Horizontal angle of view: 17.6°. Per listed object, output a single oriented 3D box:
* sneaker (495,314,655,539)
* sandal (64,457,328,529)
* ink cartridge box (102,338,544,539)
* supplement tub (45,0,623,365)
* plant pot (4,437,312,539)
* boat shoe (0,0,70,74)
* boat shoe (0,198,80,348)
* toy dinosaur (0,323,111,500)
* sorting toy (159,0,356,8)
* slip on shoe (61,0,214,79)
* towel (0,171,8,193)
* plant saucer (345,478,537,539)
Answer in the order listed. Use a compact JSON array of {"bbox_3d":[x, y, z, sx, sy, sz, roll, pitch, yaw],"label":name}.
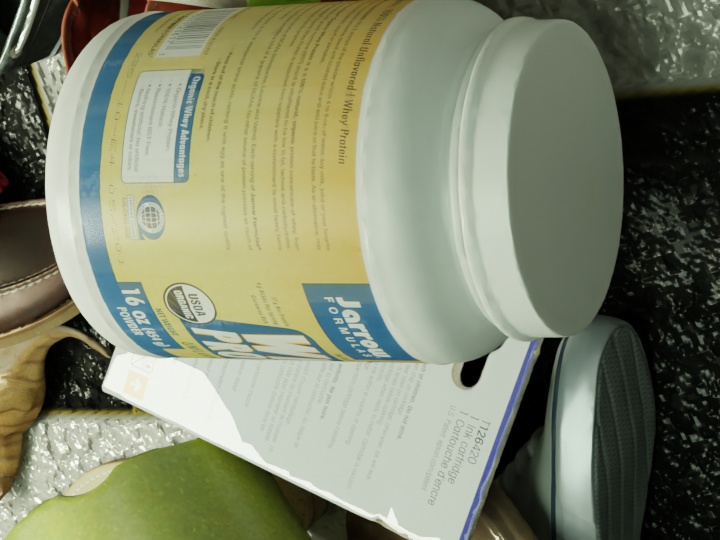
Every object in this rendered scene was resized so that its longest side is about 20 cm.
[{"bbox_3d":[0.087,0.108,1.046,0.071,0.073,0.200,14,120,26],"label":"sneaker"},{"bbox_3d":[-0.113,0.140,1.207,0.212,0.070,0.078,-22,98,40],"label":"sandal"},{"bbox_3d":[0.000,0.000,1.030,0.200,0.047,0.198,23,98,24],"label":"ink cartridge box"},{"bbox_3d":[-0.009,-0.035,0.931,0.200,0.145,0.145,0,112,27],"label":"supplement tub"},{"bbox_3d":[-0.075,0.185,1.083,0.200,0.200,0.184,-41,67,41],"label":"plant pot"},{"bbox_3d":[-0.158,-0.183,1.081,0.074,0.068,0.199,31,127,19],"label":"boat shoe"},{"bbox_3d":[-0.212,0.003,1.186,0.200,0.070,0.070,-19,132,27],"label":"boat shoe"},{"bbox_3d":[-0.189,0.053,1.239,0.106,0.060,0.200,33,139,2],"label":"toy dinosaur"},{"bbox_3d":[-0.058,-0.182,0.953,0.180,0.107,0.200,-2,112,14],"label":"sorting toy"},{"bbox_3d":[-0.097,-0.135,1.033,0.074,0.061,0.200,8,90,39],"label":"slip on shoe"},{"bbox_3d":[-0.282,-0.048,1.261,0.145,0.022,0.200,51,131,4],"label":"towel"},{"bbox_3d":[0.047,0.165,1.073,0.200,0.029,0.200,49,152,38],"label":"plant saucer"}]
